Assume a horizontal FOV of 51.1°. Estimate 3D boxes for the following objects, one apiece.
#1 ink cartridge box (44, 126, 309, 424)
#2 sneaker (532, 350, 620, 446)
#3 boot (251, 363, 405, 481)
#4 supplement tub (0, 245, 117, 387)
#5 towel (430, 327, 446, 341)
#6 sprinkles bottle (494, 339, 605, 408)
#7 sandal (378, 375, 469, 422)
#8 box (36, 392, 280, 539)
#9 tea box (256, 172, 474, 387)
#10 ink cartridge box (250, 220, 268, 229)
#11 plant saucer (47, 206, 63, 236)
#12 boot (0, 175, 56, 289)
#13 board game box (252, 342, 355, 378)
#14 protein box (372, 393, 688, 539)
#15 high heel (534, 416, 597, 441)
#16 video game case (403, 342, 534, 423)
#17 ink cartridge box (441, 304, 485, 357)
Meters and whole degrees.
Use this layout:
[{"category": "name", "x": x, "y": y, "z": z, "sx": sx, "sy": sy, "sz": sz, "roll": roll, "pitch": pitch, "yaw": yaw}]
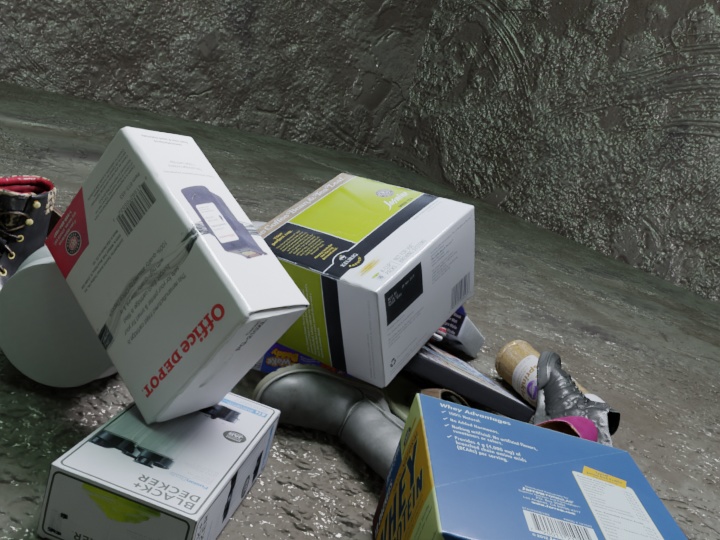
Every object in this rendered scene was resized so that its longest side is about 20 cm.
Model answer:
[{"category": "ink cartridge box", "x": -0.159, "y": 0.003, "z": 0.635, "sx": 0.200, "sy": 0.145, "sz": 0.084, "roll": 53, "pitch": 27, "yaw": 19}, {"category": "sneaker", "x": 0.266, "y": 0.178, "z": 0.917, "sx": 0.104, "sy": 0.060, "sz": 0.200, "roll": -3, "pitch": 39, "yaw": 21}, {"category": "boot", "x": 0.005, "y": 0.173, "z": 0.752, "sx": 0.182, "sy": 0.073, "sz": 0.200, "roll": 7, "pitch": 23, "yaw": -33}, {"category": "supplement tub", "x": -0.273, "y": 0.029, "z": 0.789, "sx": 0.144, "sy": 0.145, "sz": 0.200, "roll": 17, "pitch": 15, "yaw": 0}, {"category": "towel", "x": 0.031, "y": 0.060, "z": 1.070, "sx": 0.144, "sy": 0.023, "sz": 0.200, "roll": 26, "pitch": -8, "yaw": -10}, {"category": "sprinkles bottle", "x": 0.266, "y": 0.168, "z": 1.053, "sx": 0.068, "sy": 0.068, "sz": 0.200, "roll": 11, "pitch": 15, "yaw": -25}, {"category": "sandal", "x": 0.105, "y": 0.171, "z": 0.870, "sx": 0.201, "sy": 0.057, "sz": 0.080, "roll": 30, "pitch": 21, "yaw": 37}, {"category": "box", "x": -0.151, "y": 0.159, "z": 0.614, "sx": 0.116, "sy": 0.060, "sz": 0.200, "roll": 19, "pitch": 15, "yaw": 8}, {"category": "tea box", "x": 0.000, "y": 0.000, "z": 0.877, "sx": 0.196, "sy": 0.134, "sz": 0.200, "roll": 20, "pitch": 41, "yaw": 32}, {"category": "ink cartridge box", "x": -0.219, "y": -0.031, "z": 1.114, "sx": 0.200, "sy": 0.085, "sz": 0.146, "roll": 5, "pitch": 11, "yaw": 13}, {"category": "plant saucer", "x": -0.351, "y": -0.026, "z": 0.973, "sx": 0.200, "sy": 0.035, "sz": 0.200, "roll": 38, "pitch": -10, "yaw": 8}, {"category": "boot", "x": -0.388, "y": -0.017, "z": 0.807, "sx": 0.073, "sy": 0.151, "sz": 0.200, "roll": 17, "pitch": 15, "yaw": -1}, {"category": "board game box", "x": -0.072, "y": 0.087, "z": 1.002, "sx": 0.134, "sy": 0.045, "sz": 0.200, "roll": 16, "pitch": 14, "yaw": -6}, {"category": "protein box", "x": 0.122, "y": 0.217, "z": 0.568, "sx": 0.198, "sy": 0.135, "sz": 0.200, "roll": 16, "pitch": 15, "yaw": -4}, {"category": "high heel", "x": 0.200, "y": 0.175, "z": 0.783, "sx": 0.200, "sy": 0.096, "sz": 0.067, "roll": -19, "pitch": 47, "yaw": -42}, {"category": "video game case", "x": 0.103, "y": 0.123, "z": 0.981, "sx": 0.200, "sy": 0.026, "sz": 0.181, "roll": 27, "pitch": 2, "yaw": -23}, {"category": "ink cartridge box", "x": 0.081, "y": 0.058, "z": 1.151, "sx": 0.199, "sy": 0.041, "sz": 0.200, "roll": 25, "pitch": -11, "yaw": 26}]
